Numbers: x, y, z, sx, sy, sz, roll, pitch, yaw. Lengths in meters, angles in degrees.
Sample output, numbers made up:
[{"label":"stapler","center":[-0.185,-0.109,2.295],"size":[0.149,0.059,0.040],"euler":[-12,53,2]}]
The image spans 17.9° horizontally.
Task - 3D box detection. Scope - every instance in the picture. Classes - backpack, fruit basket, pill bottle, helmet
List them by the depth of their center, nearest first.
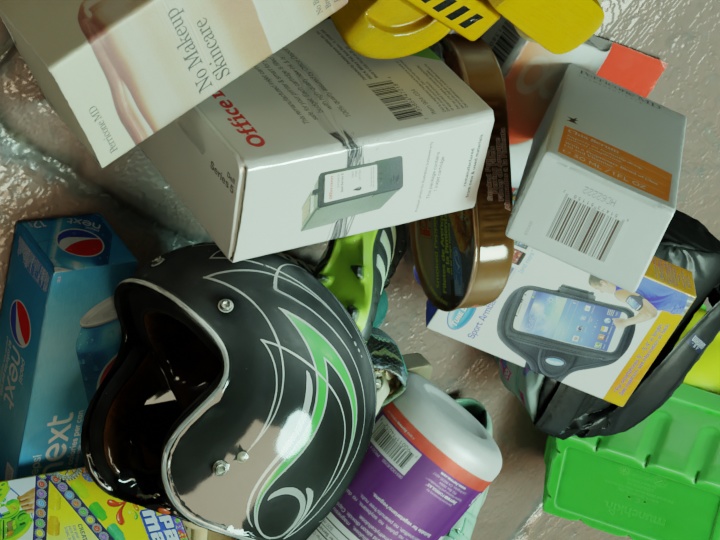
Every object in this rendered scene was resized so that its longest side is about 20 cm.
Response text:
[{"label":"helmet","center":[-0.085,0.081,1.550],"size":[0.200,0.199,0.192],"euler":[27,79,-48]},{"label":"pill bottle","center":[0.009,0.183,1.754],"size":[0.200,0.113,0.112],"euler":[-50,139,9]},{"label":"backpack","center":[0.198,0.040,1.879],"size":[0.166,0.127,0.201],"euler":[12,118,-30]},{"label":"fruit basket","center":[0.268,0.134,2.000],"size":[0.215,0.216,0.156],"euler":[-16,133,-28]}]

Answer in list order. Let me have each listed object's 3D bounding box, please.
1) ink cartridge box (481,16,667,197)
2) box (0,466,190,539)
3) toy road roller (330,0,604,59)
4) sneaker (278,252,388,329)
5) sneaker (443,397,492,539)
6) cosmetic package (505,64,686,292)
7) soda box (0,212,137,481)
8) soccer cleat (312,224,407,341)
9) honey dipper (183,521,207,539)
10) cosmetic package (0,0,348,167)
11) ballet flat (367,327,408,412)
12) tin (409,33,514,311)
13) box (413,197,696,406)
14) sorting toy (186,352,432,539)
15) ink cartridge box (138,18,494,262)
[{"label":"ink cartridge box","center":[0.146,-0.107,1.770],"size":[0.199,0.050,0.163],"euler":[15,114,-41]},{"label":"box","center":[-0.244,0.245,1.653],"size":[0.192,0.122,0.200],"euler":[-7,152,-34]},{"label":"toy road roller","center":[0.058,-0.207,1.568],"size":[0.146,0.123,0.200],"euler":[-40,141,20]},{"label":"sneaker","center":[-0.059,0.020,1.698],"size":[0.199,0.071,0.080],"euler":[-8,132,-32]},{"label":"sneaker","center":[0.058,0.192,1.884],"size":[0.201,0.073,0.119],"euler":[-64,161,-47]},{"label":"cosmetic package","center":[0.171,-0.069,1.631],"size":[0.101,0.200,0.072],"euler":[24,114,-1]},{"label":"soda box","center":[-0.215,0.061,1.616],"size":[0.068,0.064,0.201],"euler":[-8,129,-33]},{"label":"soccer cleat","center":[0.000,0.000,1.677],"size":[0.081,0.067,0.201],"euler":[36,64,-56]},{"label":"honey dipper","center":[-0.121,0.207,1.707],"size":[0.038,0.038,0.200],"euler":[-23,148,-21]},{"label":"cosmetic package","center":[-0.120,-0.173,1.474],"size":[0.200,0.087,0.104],"euler":[-35,140,-8]},{"label":"ballet flat","center":[-0.049,0.118,1.686],"size":[0.200,0.074,0.074],"euler":[-38,139,-4]},{"label":"tin","center":[0.070,-0.072,1.651],"size":[0.042,0.112,0.201],"euler":[-5,93,-27]},{"label":"box","center":[0.143,0.019,1.757],"size":[0.199,0.042,0.119],"euler":[21,122,-15]},{"label":"sorting toy","center":[-0.063,0.149,1.807],"size":[0.198,0.070,0.201],"euler":[-8,129,-33]},{"label":"ink cartridge box","center":[-0.033,-0.096,1.563],"size":[0.199,0.146,0.084],"euler":[-13,133,-29]}]
